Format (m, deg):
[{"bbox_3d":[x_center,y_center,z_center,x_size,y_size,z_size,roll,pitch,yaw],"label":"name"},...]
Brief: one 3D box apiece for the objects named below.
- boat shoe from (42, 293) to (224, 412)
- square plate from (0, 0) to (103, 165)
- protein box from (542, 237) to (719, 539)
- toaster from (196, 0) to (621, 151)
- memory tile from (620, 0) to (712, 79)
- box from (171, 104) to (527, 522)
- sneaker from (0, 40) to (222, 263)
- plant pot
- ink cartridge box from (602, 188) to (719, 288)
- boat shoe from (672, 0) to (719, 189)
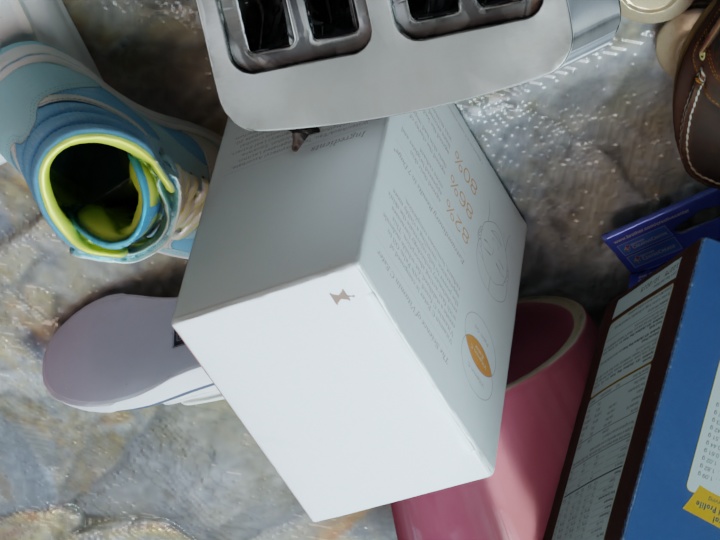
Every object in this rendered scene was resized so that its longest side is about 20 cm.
[{"bbox_3d":[-0.091,0.049,1.479,0.200,0.074,0.065,-9,153,33],"label":"boat shoe"},{"bbox_3d":[-0.247,-0.112,1.331,0.198,0.028,0.200,-28,127,-7],"label":"square plate"},{"bbox_3d":[0.211,0.123,1.304,0.198,0.200,0.135,21,160,-9],"label":"protein box"},{"bbox_3d":[0.015,-0.158,1.203,0.181,0.119,0.200,-9,100,19],"label":"toaster"},{"bbox_3d":[0.204,-0.175,1.265,0.200,0.017,0.153,-26,122,29],"label":"memory tile"},{"bbox_3d":[0.000,0.000,1.333,0.106,0.200,0.152,-17,125,23],"label":"box"},{"bbox_3d":[-0.107,-0.033,1.346,0.200,0.131,0.080,26,105,-36],"label":"sneaker"},{"bbox_3d":[0.097,0.122,1.441,0.200,0.200,0.179,-15,112,22],"label":"plant pot"},{"bbox_3d":[0.231,0.037,1.420,0.119,0.042,0.200,-23,122,26],"label":"ink cartridge box"},{"bbox_3d":[0.200,-0.110,1.267,0.070,0.070,0.200,14,133,-3],"label":"boat shoe"}]
